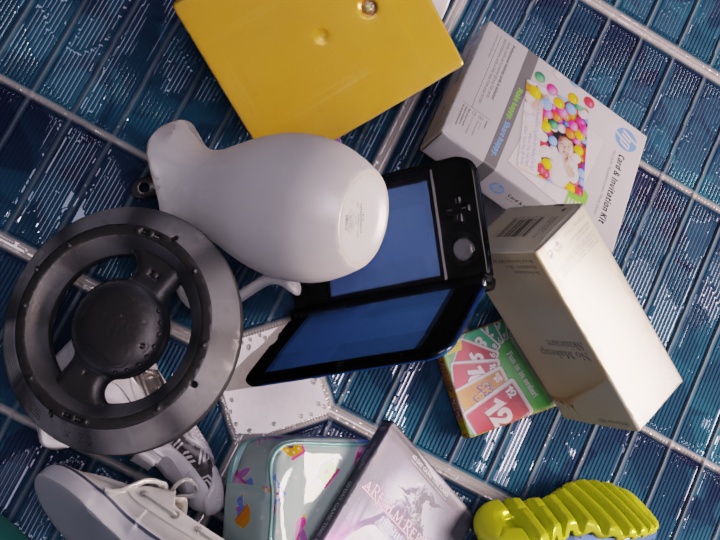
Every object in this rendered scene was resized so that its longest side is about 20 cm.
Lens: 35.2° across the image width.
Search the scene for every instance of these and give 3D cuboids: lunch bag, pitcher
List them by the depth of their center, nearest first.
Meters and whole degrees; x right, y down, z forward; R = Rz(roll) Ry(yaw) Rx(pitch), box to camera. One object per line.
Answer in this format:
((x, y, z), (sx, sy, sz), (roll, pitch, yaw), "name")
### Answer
((-0.081, -0.034, 0.962), (0.121, 0.200, 0.172), (-27, 122, -54), "pitcher")
((-0.039, 0.243, 0.976), (0.160, 0.077, 0.201), (7, 83, -42), "lunch bag")

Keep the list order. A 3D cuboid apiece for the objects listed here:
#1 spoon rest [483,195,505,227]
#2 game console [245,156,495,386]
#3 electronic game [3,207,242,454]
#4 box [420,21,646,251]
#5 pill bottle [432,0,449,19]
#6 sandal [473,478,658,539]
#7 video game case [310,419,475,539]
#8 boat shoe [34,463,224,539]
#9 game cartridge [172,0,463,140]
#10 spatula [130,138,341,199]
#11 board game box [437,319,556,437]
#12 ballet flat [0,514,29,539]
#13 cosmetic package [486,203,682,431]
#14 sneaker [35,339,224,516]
((0.086, -0.009, 1.059), (0.061, 0.099, 0.200), (44, 61, -25), "spoon rest")
((0.000, 0.000, 0.963), (0.200, 0.118, 0.171), (-11, 83, 29), "game console")
((-0.192, 0.047, 0.911), (0.199, 0.042, 0.201), (-2, 77, 9), "electronic game")
((0.169, -0.121, 1.078), (0.200, 0.041, 0.156), (34, 55, -13), "box")
((-0.016, -0.286, 1.050), (0.200, 0.111, 0.112), (17, 79, -13), "pill bottle")
((0.188, 0.253, 1.064), (0.200, 0.080, 0.087), (-2, 120, -22), "sandal")
((0.014, 0.249, 0.960), (0.143, 0.019, 0.200), (51, 57, -28), "video game case")
((-0.164, 0.202, 0.913), (0.202, 0.075, 0.086), (25, 40, 22), "boat shoe")
((-0.035, -0.209, 1.001), (0.200, 0.032, 0.177), (-29, 110, 6), "game cartridge")
((-0.113, -0.097, 1.047), (0.200, 0.021, 0.057), (-14, 88, -15), "spatula")
((0.176, 0.084, 1.099), (0.200, 0.030, 0.096), (-18, 88, -18), "board game box")
((-0.268, 0.285, 0.941), (0.067, 0.067, 0.200), (-44, 97, 8), "ballet flat")
((0.189, 0.041, 1.011), (0.073, 0.103, 0.200), (-42, 110, -25), "cosmetic package")
((-0.205, 0.141, 0.968), (0.115, 0.075, 0.200), (-31, 87, -15), "sneaker")
